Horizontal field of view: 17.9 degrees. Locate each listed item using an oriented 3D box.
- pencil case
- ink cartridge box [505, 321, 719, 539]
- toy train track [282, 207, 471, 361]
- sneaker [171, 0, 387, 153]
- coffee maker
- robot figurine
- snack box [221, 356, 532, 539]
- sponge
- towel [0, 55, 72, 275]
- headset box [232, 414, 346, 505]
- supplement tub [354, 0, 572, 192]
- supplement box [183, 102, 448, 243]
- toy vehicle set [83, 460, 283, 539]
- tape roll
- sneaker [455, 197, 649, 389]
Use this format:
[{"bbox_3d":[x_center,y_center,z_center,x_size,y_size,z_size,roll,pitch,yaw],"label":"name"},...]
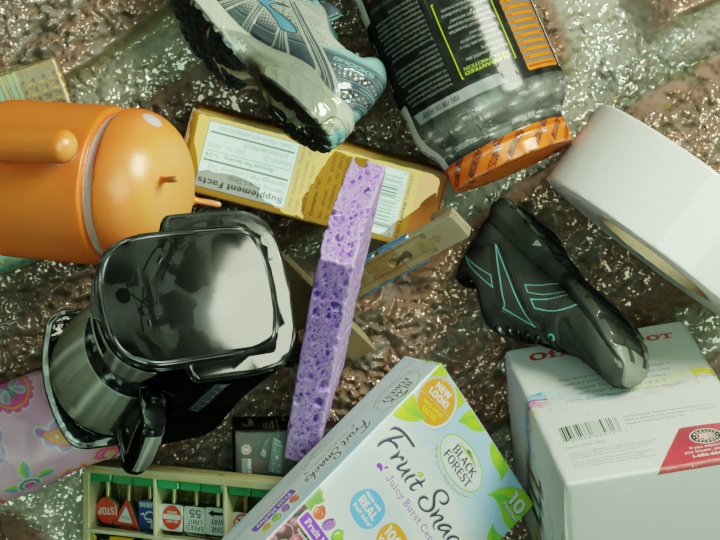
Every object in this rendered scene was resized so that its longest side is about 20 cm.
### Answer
[{"bbox_3d":[-0.265,0.130,1.704,0.199,0.087,0.088,-23,97,-2],"label":"pencil case"},{"bbox_3d":[0.198,0.153,1.672,0.144,0.200,0.146,-9,118,-4],"label":"ink cartridge box"},{"bbox_3d":[0.000,0.000,1.701,0.199,0.033,0.115,-29,118,32],"label":"toy train track"},{"bbox_3d":[-0.062,-0.172,1.686,0.086,0.078,0.200,-39,69,-20],"label":"sneaker"},{"bbox_3d":[-0.116,0.036,1.600,0.192,0.200,0.135,-31,85,-26],"label":"coffee maker"},{"bbox_3d":[-0.204,-0.063,1.639,0.199,0.117,0.145,5,126,21],"label":"robot figurine"},{"bbox_3d":[0.014,0.181,1.633,0.200,0.053,0.143,-44,116,-22],"label":"snack box"},{"bbox_3d":[-0.020,0.031,1.635,0.030,0.112,0.201,14,131,2],"label":"sponge"},{"bbox_3d":[-0.299,-0.063,1.713,0.199,0.022,0.148,-20,97,-5],"label":"towel"},{"bbox_3d":[0.003,0.186,1.734,0.198,0.075,0.150,0,94,-5],"label":"headset box"},{"bbox_3d":[0.073,-0.167,1.671,0.122,0.123,0.201,-22,85,-3],"label":"supplement tub"},{"bbox_3d":[-0.038,-0.071,1.714,0.199,0.067,0.069,17,96,-6],"label":"supplement box"},{"bbox_3d":[-0.120,0.211,1.693,0.199,0.026,0.125,2,95,31],"label":"toy vehicle set"},{"bbox_3d":[0.236,-0.035,1.674,0.202,0.202,0.071,37,90,-7],"label":"tape roll"},{"bbox_3d":[0.142,0.032,1.697,0.079,0.200,0.075,-47,136,10],"label":"sneaker"}]
